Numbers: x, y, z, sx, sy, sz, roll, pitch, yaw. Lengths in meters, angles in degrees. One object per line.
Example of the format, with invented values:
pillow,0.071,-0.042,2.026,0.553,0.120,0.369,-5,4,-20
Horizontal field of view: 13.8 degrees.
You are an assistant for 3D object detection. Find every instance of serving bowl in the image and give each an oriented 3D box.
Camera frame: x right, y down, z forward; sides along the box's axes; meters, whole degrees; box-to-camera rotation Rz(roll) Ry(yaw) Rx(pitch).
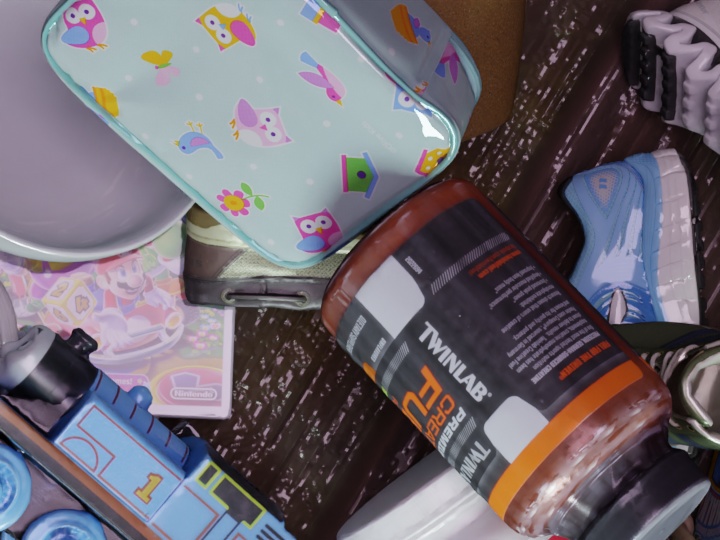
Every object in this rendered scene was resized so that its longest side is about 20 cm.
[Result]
serving bowl,-0.170,-0.095,1.531,0.199,0.066,0.201,12,68,-31

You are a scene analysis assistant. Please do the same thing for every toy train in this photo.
toy train,-0.132,0.113,1.500,0.200,0.087,0.114,43,81,-14

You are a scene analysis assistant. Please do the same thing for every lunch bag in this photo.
lunch bag,-0.053,-0.105,1.476,0.200,0.077,0.160,43,128,-12

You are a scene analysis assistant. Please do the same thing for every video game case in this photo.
video game case,-0.137,-0.023,1.595,0.142,0.018,0.201,2,88,-6

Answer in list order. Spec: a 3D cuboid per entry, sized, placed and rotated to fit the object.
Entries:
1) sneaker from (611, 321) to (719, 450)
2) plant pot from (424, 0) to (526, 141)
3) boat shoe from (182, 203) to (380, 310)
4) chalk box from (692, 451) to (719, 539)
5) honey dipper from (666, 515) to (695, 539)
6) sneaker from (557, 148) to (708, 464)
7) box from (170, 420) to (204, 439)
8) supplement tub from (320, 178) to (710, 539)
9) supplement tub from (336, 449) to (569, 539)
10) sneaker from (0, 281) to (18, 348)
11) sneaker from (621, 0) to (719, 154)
sneaker,0.173,0.056,1.499,0.199,0.090,0.067,8,83,30
plant pot,0.013,-0.168,1.553,0.186,0.186,0.201,-15,106,-7
boat shoe,0.000,0.000,1.591,0.199,0.073,0.065,9,107,-11
chalk box,0.255,0.131,1.587,0.124,0.124,0.201,18,87,-7
honey dipper,0.173,0.153,1.537,0.038,0.200,0.038,0,97,-3
sneaker,0.143,0.037,1.612,0.090,0.078,0.201,-3,85,11
box,-0.086,0.205,1.578,0.158,0.050,0.200,-41,94,-7
supplement tub,0.080,0.056,1.459,0.107,0.107,0.200,-42,74,-6
supplement tub,0.094,0.185,1.555,0.140,0.140,0.200,-36,92,-7
sneaker,-0.239,-0.005,1.538,0.099,0.075,0.201,-4,77,-48
sneaker,0.223,-0.081,1.580,0.081,0.075,0.200,-23,55,-20
